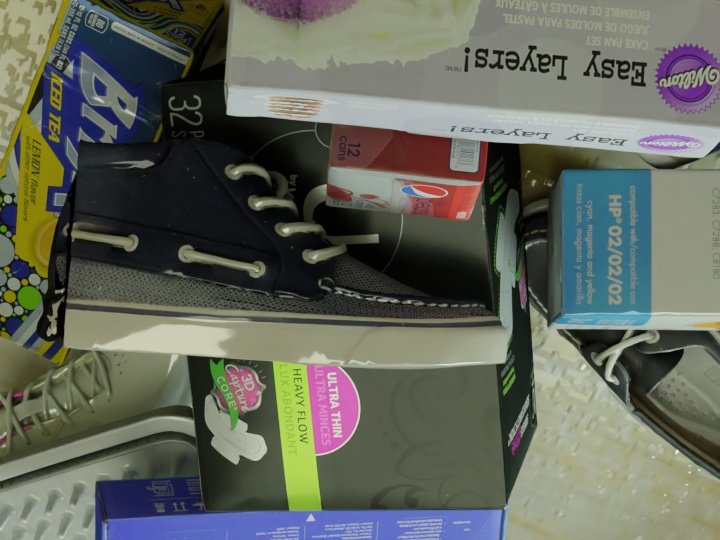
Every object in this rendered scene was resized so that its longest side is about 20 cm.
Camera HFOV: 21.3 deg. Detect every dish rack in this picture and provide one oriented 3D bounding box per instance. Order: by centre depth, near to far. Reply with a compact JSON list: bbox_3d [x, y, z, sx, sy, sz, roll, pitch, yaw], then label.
[{"bbox_3d":[-0.112,0.162,1.003,0.171,0.044,0.201,-17,116,16],"label":"dish rack"}]

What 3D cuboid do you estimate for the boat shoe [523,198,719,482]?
[{"bbox_3d":[0.151,0.043,0.959,0.200,0.060,0.074,41,124,-12],"label":"boat shoe"}]

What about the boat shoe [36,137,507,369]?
[{"bbox_3d":[-0.035,-0.008,0.806,0.199,0.075,0.093,4,87,1],"label":"boat shoe"}]

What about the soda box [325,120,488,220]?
[{"bbox_3d":[0.026,-0.126,0.780,0.063,0.070,0.201,6,79,0],"label":"soda box"}]

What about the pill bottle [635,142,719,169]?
[{"bbox_3d":[0.194,-0.134,0.814,0.199,0.120,0.120,-24,113,22],"label":"pill bottle"}]

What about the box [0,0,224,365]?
[{"bbox_3d":[-0.139,-0.055,0.958,0.070,0.064,0.201,25,122,-4],"label":"box"}]

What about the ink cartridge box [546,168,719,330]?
[{"bbox_3d":[0.187,-0.007,0.872,0.199,0.115,0.068,0,86,3],"label":"ink cartridge box"}]

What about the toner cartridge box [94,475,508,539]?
[{"bbox_3d":[-0.031,0.149,0.943,0.199,0.043,0.096,-1,112,-14],"label":"toner cartridge box"}]

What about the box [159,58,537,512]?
[{"bbox_3d":[0.000,0.000,0.899,0.148,0.124,0.201,-3,101,13],"label":"box"}]

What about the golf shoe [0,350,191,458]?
[{"bbox_3d":[-0.157,0.083,1.020,0.091,0.076,0.200,15,129,-41],"label":"golf shoe"}]

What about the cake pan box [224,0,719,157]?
[{"bbox_3d":[0.051,-0.143,0.721,0.199,0.052,0.185,6,84,-4],"label":"cake pan box"}]
